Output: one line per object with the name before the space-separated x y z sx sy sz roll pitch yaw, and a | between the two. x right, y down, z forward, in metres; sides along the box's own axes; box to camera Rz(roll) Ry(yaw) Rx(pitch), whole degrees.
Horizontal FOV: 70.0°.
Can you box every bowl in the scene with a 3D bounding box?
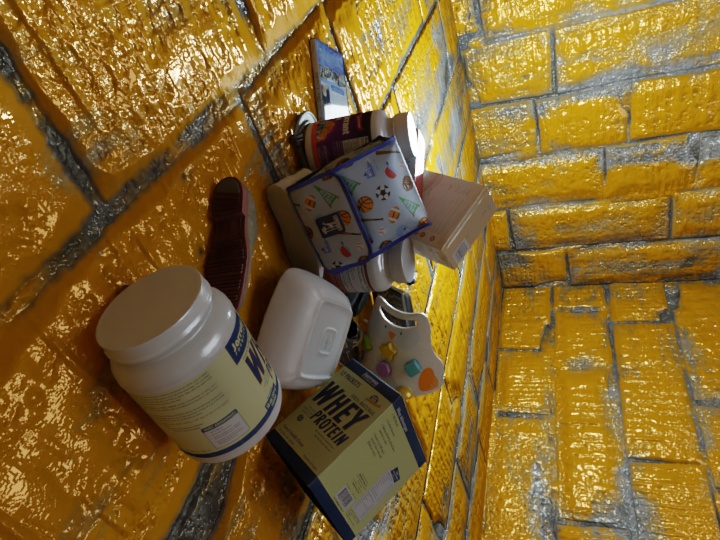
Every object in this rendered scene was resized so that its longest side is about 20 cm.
bowl | -0.084 0.110 0.875 0.199 0.074 0.203 32 74 -64

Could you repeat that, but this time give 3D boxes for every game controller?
game controller | 0.000 0.000 1.147 0.104 0.042 0.202 41 64 -37

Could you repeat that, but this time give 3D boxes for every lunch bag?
lunch bag | -0.005 -0.109 0.871 0.172 0.198 0.124 65 -6 -17

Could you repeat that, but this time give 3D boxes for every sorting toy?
sorting toy | 0.074 0.150 1.075 0.106 0.198 0.183 -26 129 -49

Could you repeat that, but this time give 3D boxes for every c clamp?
c clamp | -0.097 -0.206 1.015 0.171 0.027 0.203 -54 136 -56

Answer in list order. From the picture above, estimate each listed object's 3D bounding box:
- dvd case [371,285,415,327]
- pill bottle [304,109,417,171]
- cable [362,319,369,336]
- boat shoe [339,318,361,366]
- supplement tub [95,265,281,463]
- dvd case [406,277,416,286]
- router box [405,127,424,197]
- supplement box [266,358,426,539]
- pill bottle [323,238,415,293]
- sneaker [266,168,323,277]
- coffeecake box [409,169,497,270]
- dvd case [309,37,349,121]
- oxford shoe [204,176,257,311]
dvd case | 0.078 0.103 1.231 0.016 0.200 0.151 -17 109 -20
pill bottle | 0.004 -0.242 0.979 0.111 0.197 0.113 -6 90 -73
cable | 0.078 0.184 1.173 0.050 0.199 0.099 -20 120 -37
boat shoe | -0.032 0.130 1.076 0.072 0.059 0.202 -67 147 -47
supplement tub | -0.191 0.110 0.596 0.146 0.143 0.202 -69 147 -44
dvd case | 0.060 -0.078 1.163 0.200 0.025 0.151 47 26 -32
router box | 0.026 -0.184 1.041 0.049 0.197 0.182 47 44 -54
supplement box | -0.017 0.308 0.887 0.199 0.134 0.202 -38 130 -22
pill bottle | 0.001 -0.014 0.999 0.112 0.197 0.114 -4 90 -67
sneaker | -0.089 -0.083 0.940 0.116 0.073 0.202 -45 127 -46
coffeecake box | 0.142 -0.110 1.023 0.154 0.199 0.073 -53 135 -10
dvd case | -0.062 -0.389 1.134 0.142 0.017 0.203 -19 103 -67
oxford shoe | -0.176 -0.030 0.751 0.075 0.069 0.203 34 57 -68
